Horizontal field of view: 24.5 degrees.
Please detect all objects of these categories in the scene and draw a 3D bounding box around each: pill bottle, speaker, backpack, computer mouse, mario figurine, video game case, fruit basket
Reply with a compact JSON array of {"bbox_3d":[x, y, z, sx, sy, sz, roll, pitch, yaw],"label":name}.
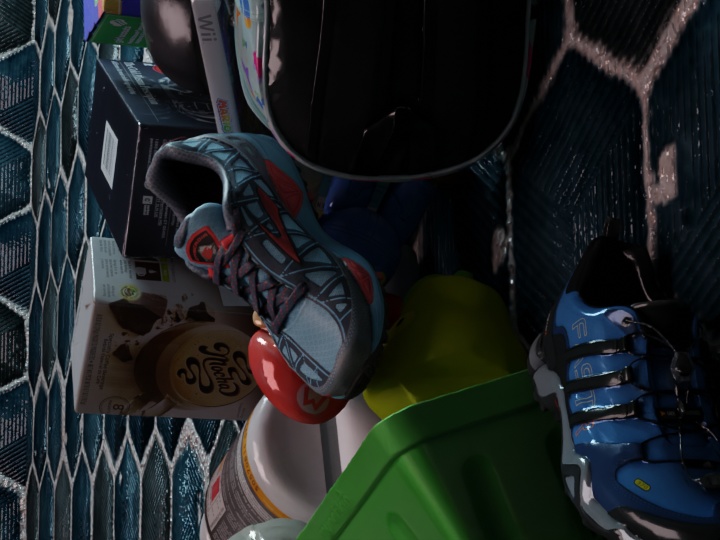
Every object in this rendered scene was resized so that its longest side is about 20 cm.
[{"bbox_3d":[-0.048,0.160,1.185,0.200,0.116,0.116,125,143,-56],"label":"pill bottle"},{"bbox_3d":[0.011,0.081,1.082,0.081,0.081,0.200,124,143,-57],"label":"speaker"},{"bbox_3d":[0.011,-0.155,0.964,0.151,0.177,0.200,-142,50,-71],"label":"backpack"},{"bbox_3d":[-0.109,-0.181,1.092,0.200,0.053,0.139,-81,-13,-57],"label":"computer mouse"},{"bbox_3d":[0.000,0.000,1.015,0.200,0.123,0.106,-68,-24,-17],"label":"mario figurine"},{"bbox_3d":[-0.074,-0.123,1.069,0.143,0.018,0.200,-82,-13,-51],"label":"video game case"},{"bbox_3d":[0.041,0.095,0.918,0.216,0.155,0.216,36,133,51],"label":"fruit basket"}]

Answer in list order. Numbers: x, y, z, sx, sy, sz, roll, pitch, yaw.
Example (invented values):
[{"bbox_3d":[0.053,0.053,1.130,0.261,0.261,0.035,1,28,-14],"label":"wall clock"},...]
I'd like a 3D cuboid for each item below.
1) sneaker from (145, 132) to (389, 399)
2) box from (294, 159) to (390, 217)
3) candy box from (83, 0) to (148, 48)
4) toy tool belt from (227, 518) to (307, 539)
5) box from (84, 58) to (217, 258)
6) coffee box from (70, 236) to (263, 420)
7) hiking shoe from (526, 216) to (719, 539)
[{"bbox_3d":[-0.062,-0.002,0.932,0.200,0.095,0.079,54,125,37],"label":"sneaker"},{"bbox_3d":[-0.013,-0.042,1.148,0.049,0.082,0.200,-87,12,-52],"label":"box"},{"bbox_3d":[-0.113,-0.257,1.295,0.077,0.200,0.169,142,127,-66],"label":"candy box"},{"bbox_3d":[-0.026,0.252,0.997,0.200,0.125,0.123,57,175,-15],"label":"toy tool belt"},{"bbox_3d":[-0.106,-0.087,1.285,0.200,0.182,0.104,-130,47,-62],"label":"box"},{"bbox_3d":[-0.112,0.048,1.256,0.080,0.200,0.113,-105,24,-49],"label":"coffee box"},{"bbox_3d":[0.127,0.058,0.752,0.200,0.074,0.087,-118,34,-56],"label":"hiking shoe"}]
